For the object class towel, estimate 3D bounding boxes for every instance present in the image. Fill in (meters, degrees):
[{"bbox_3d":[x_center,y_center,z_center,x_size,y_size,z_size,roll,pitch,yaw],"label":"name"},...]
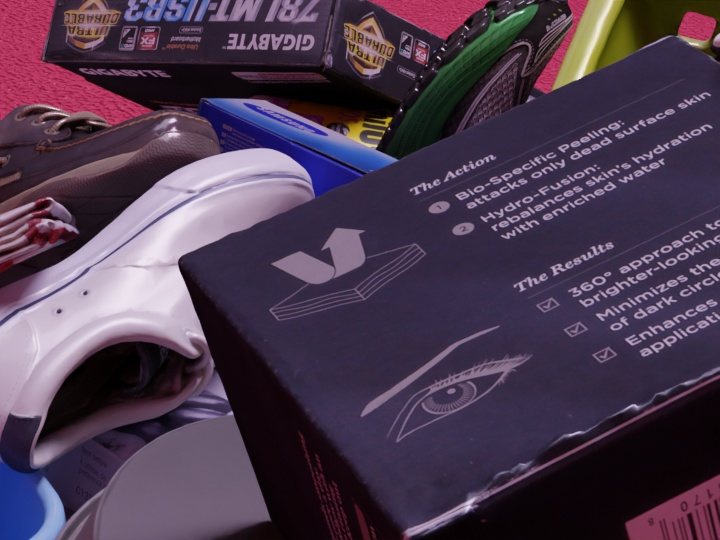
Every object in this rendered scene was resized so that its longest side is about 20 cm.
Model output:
[{"bbox_3d":[-0.209,0.018,0.916,0.199,0.023,0.144,-21,2,-4],"label":"towel"}]

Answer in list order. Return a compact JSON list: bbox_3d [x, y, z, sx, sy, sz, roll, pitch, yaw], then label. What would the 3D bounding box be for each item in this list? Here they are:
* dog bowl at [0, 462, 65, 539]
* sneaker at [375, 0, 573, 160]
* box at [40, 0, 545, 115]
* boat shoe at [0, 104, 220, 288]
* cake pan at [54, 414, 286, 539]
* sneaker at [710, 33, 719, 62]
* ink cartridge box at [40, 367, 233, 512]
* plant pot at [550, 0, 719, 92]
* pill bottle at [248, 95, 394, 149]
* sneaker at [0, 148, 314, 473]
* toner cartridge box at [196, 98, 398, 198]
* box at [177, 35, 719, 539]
[{"bbox_3d":[-0.176,0.089,0.876,0.111,0.050,0.200,-5,25,-27],"label":"dog bowl"},{"bbox_3d":[0.046,-0.040,1.054,0.085,0.201,0.078,28,18,-1],"label":"sneaker"},{"bbox_3d":[-0.031,-0.101,1.220,0.199,0.050,0.198,4,-9,37],"label":"box"},{"bbox_3d":[-0.145,-0.042,1.045,0.199,0.074,0.074,-20,-26,36],"label":"boat shoe"},{"bbox_3d":[-0.013,0.120,0.806,0.199,0.037,0.201,13,34,-9],"label":"cake pan"},{"bbox_3d":[0.160,-0.066,0.834,0.087,0.076,0.200,-8,-8,25],"label":"sneaker"},{"bbox_3d":[-0.040,0.068,0.984,0.199,0.044,0.198,-12,29,-43],"label":"ink cartridge box"},{"bbox_3d":[0.201,-0.026,1.022,0.198,0.182,0.201,2,47,26],"label":"plant pot"},{"bbox_3d":[0.031,-0.023,1.144,0.198,0.105,0.104,9,22,3],"label":"pill bottle"},{"bbox_3d":[-0.081,0.021,0.908,0.071,0.073,0.200,36,52,26],"label":"sneaker"},{"bbox_3d":[0.000,0.000,0.981,0.043,0.096,0.199,-2,22,-46],"label":"toner cartridge box"},{"bbox_3d":[0.074,0.039,0.721,0.196,0.118,0.200,-24,30,-12],"label":"box"}]
